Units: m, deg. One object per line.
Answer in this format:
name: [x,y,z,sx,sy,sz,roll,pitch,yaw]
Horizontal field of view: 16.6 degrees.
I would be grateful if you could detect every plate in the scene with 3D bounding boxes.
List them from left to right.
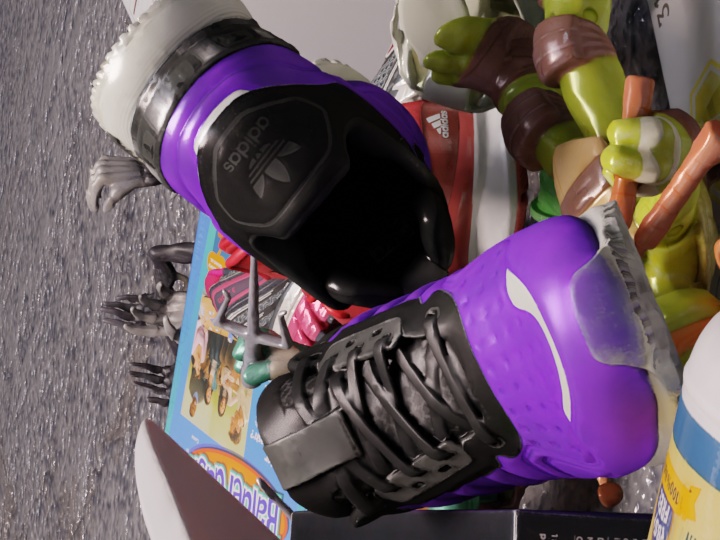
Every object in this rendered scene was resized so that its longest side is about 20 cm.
plate: [-0.015,0.171,0.946,0.032,0.200,0.200,-39,31,6]

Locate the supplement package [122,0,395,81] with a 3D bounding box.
supplement package: [-0.043,-0.156,1.201,0.200,0.117,0.117,-119,39,-58]

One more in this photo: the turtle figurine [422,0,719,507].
turtle figurine: [0.078,-0.031,0.743,0.200,0.064,0.161,93,158,-59]

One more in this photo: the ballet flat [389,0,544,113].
ballet flat: [0.034,-0.093,0.860,0.200,0.069,0.070,67,-159,-71]

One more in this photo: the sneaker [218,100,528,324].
sneaker: [0.000,0.000,0.990,0.200,0.115,0.078,97,175,-46]

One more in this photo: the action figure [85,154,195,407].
action figure: [-0.090,-0.009,1.321,0.200,0.102,0.119,115,145,-47]

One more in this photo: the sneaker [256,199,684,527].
sneaker: [0.024,0.037,0.674,0.200,0.099,0.070,135,116,-78]

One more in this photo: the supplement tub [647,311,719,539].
supplement tub: [0.130,0.116,0.581,0.145,0.144,0.200,-135,53,-66]

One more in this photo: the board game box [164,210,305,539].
board game box: [-0.036,0.042,1.190,0.152,0.045,0.200,31,114,55]

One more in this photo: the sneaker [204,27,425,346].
sneaker: [-0.005,-0.042,1.052,0.075,0.081,0.200,38,114,21]

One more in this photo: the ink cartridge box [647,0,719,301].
ink cartridge box: [0.124,-0.030,0.794,0.200,0.048,0.146,126,144,-52]

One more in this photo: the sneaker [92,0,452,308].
sneaker: [-0.008,-0.022,0.799,0.099,0.200,0.070,40,97,20]

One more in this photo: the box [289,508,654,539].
box: [0.071,0.113,0.760,0.200,0.141,0.079,165,112,-70]

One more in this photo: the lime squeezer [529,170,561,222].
lime squeezer: [0.075,-0.042,0.888,0.200,0.038,0.071,87,161,-75]

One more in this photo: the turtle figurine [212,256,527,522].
turtle figurine: [0.016,0.083,0.918,0.150,0.101,0.200,-112,5,-51]
